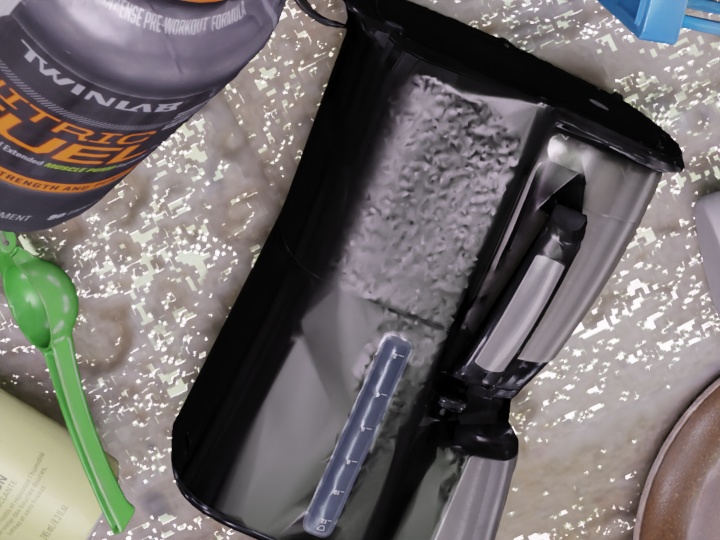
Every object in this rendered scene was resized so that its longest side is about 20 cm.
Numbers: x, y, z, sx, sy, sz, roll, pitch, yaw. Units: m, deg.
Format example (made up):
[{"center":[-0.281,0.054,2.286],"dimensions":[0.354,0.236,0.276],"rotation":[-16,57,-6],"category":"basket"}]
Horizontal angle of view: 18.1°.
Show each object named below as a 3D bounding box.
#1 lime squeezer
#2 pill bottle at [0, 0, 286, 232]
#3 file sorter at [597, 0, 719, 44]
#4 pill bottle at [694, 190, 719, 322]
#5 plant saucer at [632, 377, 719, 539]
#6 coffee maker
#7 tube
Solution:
[{"center":[-0.153,0.013,0.856],"dimensions":[0.200,0.038,0.071],"rotation":[38,80,-15],"category":"lime squeezer"},{"center":[-0.092,-0.093,0.773],"dimensions":[0.106,0.200,0.107],"rotation":[10,67,-25],"category":"pill bottle"},{"center":[0.147,-0.158,0.791],"dimensions":[0.122,0.200,0.139],"rotation":[10,106,-10],"category":"file sorter"},{"center":[0.238,-0.017,0.887],"dimensions":[0.199,0.109,0.109],"rotation":[-17,108,1],"category":"pill bottle"},{"center":[0.211,0.122,0.926],"dimensions":[0.199,0.032,0.201],"rotation":[-3,76,13],"category":"plant saucer"},{"center":[0.000,0.000,0.880],"dimensions":[0.192,0.135,0.201],"rotation":[28,103,13],"category":"coffee maker"},{"center":[-0.189,0.048,0.865],"dimensions":[0.200,0.052,0.058],"rotation":[33,63,-16],"category":"tube"}]
